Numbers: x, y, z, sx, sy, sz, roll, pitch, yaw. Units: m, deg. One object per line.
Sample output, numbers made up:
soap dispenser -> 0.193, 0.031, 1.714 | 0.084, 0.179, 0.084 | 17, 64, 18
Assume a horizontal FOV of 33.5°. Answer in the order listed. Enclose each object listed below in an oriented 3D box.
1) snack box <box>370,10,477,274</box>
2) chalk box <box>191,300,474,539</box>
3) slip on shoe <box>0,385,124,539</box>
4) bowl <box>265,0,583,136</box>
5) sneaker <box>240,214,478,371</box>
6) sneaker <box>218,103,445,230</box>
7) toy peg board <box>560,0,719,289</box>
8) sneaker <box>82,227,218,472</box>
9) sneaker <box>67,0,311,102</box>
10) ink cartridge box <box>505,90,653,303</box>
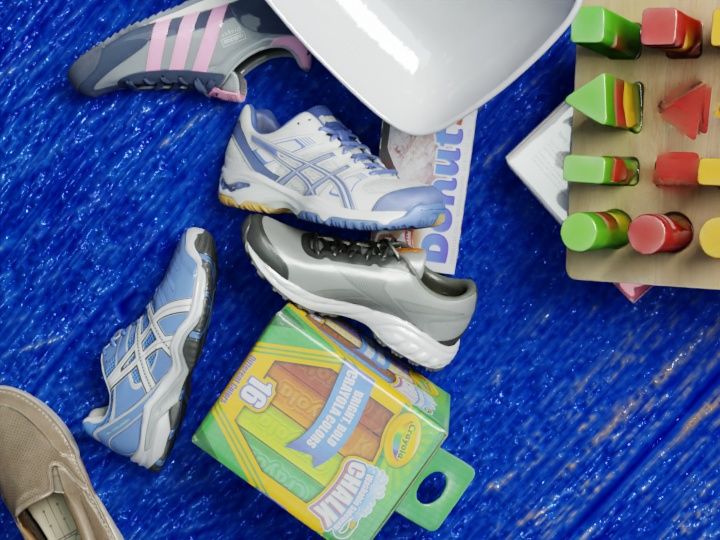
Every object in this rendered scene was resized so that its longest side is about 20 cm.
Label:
snack box -> 0.051, -0.097, 0.921 | 0.071, 0.024, 0.202 | 8, 115, 4
chalk box -> -0.007, 0.127, 0.929 | 0.199, 0.124, 0.125 | 34, 99, 1
slip on shoe -> -0.263, 0.182, 0.984 | 0.076, 0.061, 0.201 | -32, 84, 6
bowl -> 0.039, -0.209, 0.797 | 0.200, 0.075, 0.200 | 45, 135, -10
sneaker -> 0.000, 0.000, 0.924 | 0.198, 0.074, 0.080 | 25, 114, -15
sneaker -> -0.024, -0.080, 0.906 | 0.198, 0.075, 0.089 | 12, 95, 28
toy peg board -> 0.221, -0.086, 0.779 | 0.197, 0.097, 0.203 | 5, 95, 30
sneaker -> -0.166, 0.060, 0.961 | 0.076, 0.076, 0.202 | 18, 96, -1
sneaker -> -0.131, -0.162, 0.937 | 0.198, 0.070, 0.083 | -21, 90, 9
ink cartridge box -> 0.228, -0.098, 0.902 | 0.200, 0.083, 0.147 | -43, 90, 9
